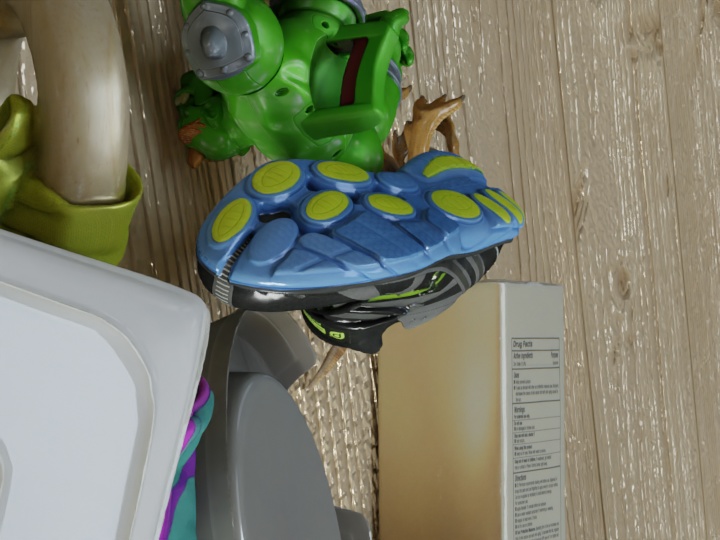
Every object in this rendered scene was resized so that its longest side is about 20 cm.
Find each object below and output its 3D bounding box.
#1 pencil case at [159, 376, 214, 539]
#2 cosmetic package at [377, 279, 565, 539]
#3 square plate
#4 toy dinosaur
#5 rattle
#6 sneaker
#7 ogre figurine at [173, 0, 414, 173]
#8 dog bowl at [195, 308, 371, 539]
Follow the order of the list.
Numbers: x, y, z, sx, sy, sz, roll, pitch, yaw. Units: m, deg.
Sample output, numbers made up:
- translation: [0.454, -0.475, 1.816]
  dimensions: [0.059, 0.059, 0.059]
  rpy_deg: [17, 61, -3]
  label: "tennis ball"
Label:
- translation: [-0.094, 0.137, 0.954]
  dimensions: [0.085, 0.092, 0.200]
  rpy_deg: [-3, 93, -34]
  label: "pencil case"
- translation: [0.058, 0.105, 1.374]
  dimensions: [0.105, 0.071, 0.200]
  rpy_deg: [7, 82, -68]
  label: "cosmetic package"
- translation: [-0.137, 0.072, 0.789]
  dimensions: [0.200, 0.028, 0.198]
  rpy_deg: [21, 71, -33]
  label: "square plate"
- translation: [0.026, -0.031, 1.318]
  dimensions: [0.200, 0.060, 0.106]
  rpy_deg: [-50, 136, -59]
  label: "toy dinosaur"
- translation: [-0.157, -0.080, 0.896]
  dimensions: [0.130, 0.143, 0.200]
  rpy_deg: [126, -47, -72]
  label: "rattle"
- translation: [0.000, 0.000, 1.081]
  dimensions: [0.083, 0.071, 0.200]
  rpy_deg: [-59, 158, 19]
  label: "sneaker"
- translation: [-0.032, -0.102, 1.127]
  dimensions: [0.200, 0.098, 0.120]
  rpy_deg: [76, 10, -57]
  label: "ogre figurine"
- translation: [-0.046, 0.115, 1.080]
  dimensions: [0.200, 0.059, 0.200]
  rpy_deg: [-11, 90, -76]
  label: "dog bowl"
